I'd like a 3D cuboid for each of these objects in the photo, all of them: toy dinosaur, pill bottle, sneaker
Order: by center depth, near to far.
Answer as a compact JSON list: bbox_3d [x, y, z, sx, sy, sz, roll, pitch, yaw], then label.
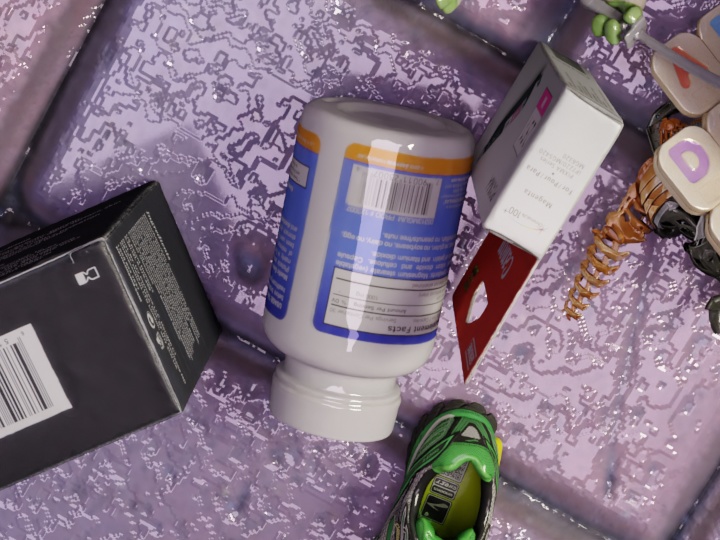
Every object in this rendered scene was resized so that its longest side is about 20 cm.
[{"bbox_3d":[0.000,0.000,1.282,0.112,0.112,0.201,11,104,0],"label":"pill bottle"},{"bbox_3d":[0.216,-0.037,1.290,0.200,0.102,0.136,-42,83,29],"label":"toy dinosaur"},{"bbox_3d":[0.040,0.188,1.338,0.078,0.085,0.201,13,104,-1],"label":"sneaker"}]

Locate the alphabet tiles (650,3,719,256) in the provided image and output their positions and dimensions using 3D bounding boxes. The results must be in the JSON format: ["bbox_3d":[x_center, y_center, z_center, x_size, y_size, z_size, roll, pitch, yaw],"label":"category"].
[{"bbox_3d":[0.275,-0.083,1.241,0.200,0.015,0.196,-35,84,-20],"label":"alphabet tiles"}]

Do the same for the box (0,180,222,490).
[{"bbox_3d":[-0.204,0.048,1.256,0.196,0.200,0.118,-23,101,8],"label":"box"}]

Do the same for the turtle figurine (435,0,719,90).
[{"bbox_3d":[0.124,-0.203,1.199,0.193,0.144,0.201,-9,64,21],"label":"turtle figurine"}]

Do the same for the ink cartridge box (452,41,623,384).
[{"bbox_3d":[0.086,-0.041,1.222,0.043,0.200,0.174,30,102,-7],"label":"ink cartridge box"}]
